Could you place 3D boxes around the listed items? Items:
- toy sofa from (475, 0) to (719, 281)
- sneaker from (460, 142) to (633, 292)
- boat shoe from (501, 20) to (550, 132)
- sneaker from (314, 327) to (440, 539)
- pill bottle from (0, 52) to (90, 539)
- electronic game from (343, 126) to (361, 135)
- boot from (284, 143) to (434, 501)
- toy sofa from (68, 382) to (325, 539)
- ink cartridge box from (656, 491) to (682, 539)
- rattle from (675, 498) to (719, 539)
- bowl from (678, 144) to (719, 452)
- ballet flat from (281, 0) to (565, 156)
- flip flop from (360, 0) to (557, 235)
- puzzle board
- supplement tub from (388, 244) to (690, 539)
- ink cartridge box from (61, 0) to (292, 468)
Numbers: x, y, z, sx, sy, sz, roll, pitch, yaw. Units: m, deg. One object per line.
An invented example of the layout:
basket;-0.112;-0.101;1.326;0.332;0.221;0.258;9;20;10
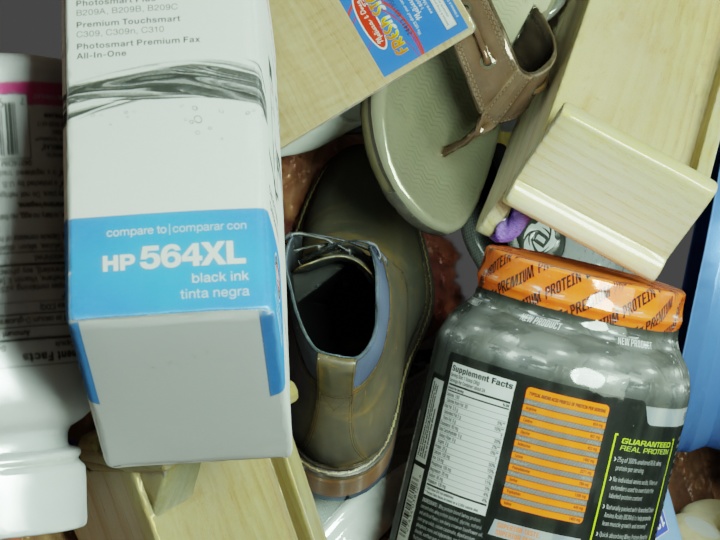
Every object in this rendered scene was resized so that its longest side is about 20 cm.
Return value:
toy sofa;0.130;-0.084;1.277;0.083;0.098;0.200;28;43;-5
sneaker;0.114;-0.057;1.411;0.115;0.075;0.200;33;66;-30
boat shoe;0.118;-0.146;1.418;0.200;0.072;0.062;-60;159;-26
sneaker;0.007;0.073;1.310;0.200;0.074;0.079;-43;109;-34
pill bottle;-0.171;0.013;1.134;0.113;0.113;0.200;-3;89;-41
electronic game;-0.014;-0.167;1.329;0.200;0.042;0.200;3;85;-41
boot;0.000;0.000;1.260;0.075;0.097;0.200;4;54;0
toy sofa;-0.058;0.153;1.218;0.083;0.098;0.200;-26;103;-36
ink cartridge box;0.107;0.185;1.385;0.136;0.076;0.200;-25;104;-39
rattle;0.263;0.133;1.464;0.200;0.130;0.143;5;102;-43
bowl;0.194;0.000;1.403;0.039;0.201;0.201;11;75;5
ballet flat;0.025;-0.114;1.296;0.200;0.069;0.070;-31;106;-34
flip flop;0.065;-0.112;1.250;0.081;0.058;0.200;36;75;-32
puzzle board;-0.061;-0.157;1.220;0.151;0.017;0.200;-31;95;5
supplement tub;0.082;0.095;1.241;0.122;0.122;0.200;10;96;-40
ink cartridge box;-0.076;-0.038;1.111;0.084;0.146;0.200;-3;63;1
